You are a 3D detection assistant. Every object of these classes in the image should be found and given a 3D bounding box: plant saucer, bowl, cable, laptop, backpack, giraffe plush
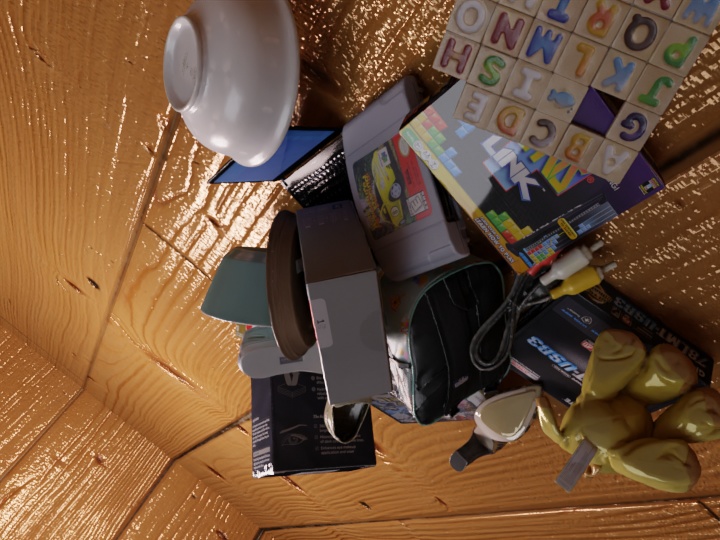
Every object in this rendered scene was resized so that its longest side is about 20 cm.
[{"bbox_3d":[-0.084,0.019,0.801,0.029,0.202,0.202,-4,134,11],"label":"plant saucer"},{"bbox_3d":[-0.151,0.020,0.945,0.198,0.200,0.107,9,95,32],"label":"bowl"},{"bbox_3d":[0.187,0.025,0.679,0.097,0.200,0.050,47,-171,9],"label":"cable"},{"bbox_3d":[-0.070,-0.103,0.783,0.200,0.104,0.176,48,144,-16],"label":"laptop"},{"bbox_3d":[-0.155,-0.218,0.644,0.200,0.089,0.205,9,101,51],"label":"bowl"},{"bbox_3d":[0.101,0.067,0.775,0.153,0.174,0.203,42,147,49],"label":"backpack"},{"bbox_3d":[0.300,0.187,0.693,0.173,0.199,0.162,54,180,28],"label":"giraffe plush"}]

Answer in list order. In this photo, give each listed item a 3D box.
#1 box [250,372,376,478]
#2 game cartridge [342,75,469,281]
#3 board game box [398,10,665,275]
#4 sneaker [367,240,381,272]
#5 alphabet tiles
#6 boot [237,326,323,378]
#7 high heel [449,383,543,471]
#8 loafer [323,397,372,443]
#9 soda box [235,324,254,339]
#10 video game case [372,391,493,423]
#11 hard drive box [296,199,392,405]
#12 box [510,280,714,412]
[{"bbox_3d":[-0.088,0.260,1.066,0.194,0.204,0.117,6,157,-28],"label":"box"},{"bbox_3d":[0.044,-0.095,0.671,0.133,0.040,0.203,-24,81,55],"label":"game cartridge"},{"bbox_3d":[0.162,-0.117,0.572,0.165,0.057,0.200,-35,107,33],"label":"board game box"},{"bbox_3d":[0.000,-0.001,0.871,0.092,0.071,0.201,4,146,8],"label":"sneaker"},{"bbox_3d":[0.168,-0.181,0.492,0.197,0.008,0.169,21,124,1],"label":"alphabet tiles"},{"bbox_3d":[-0.090,0.110,0.918,0.196,0.096,0.075,-2,114,-9],"label":"boot"},{"bbox_3d":[0.228,0.221,0.908,0.072,0.142,0.201,49,123,21],"label":"high heel"},{"bbox_3d":[-0.009,0.166,0.867,0.074,0.068,0.203,1,112,-16],"label":"loafer"},{"bbox_3d":[-0.152,0.103,1.060,0.063,0.069,0.199,5,-178,-37],"label":"soda box"},{"bbox_3d":[0.117,0.209,0.952,0.197,0.026,0.181,-11,149,26],"label":"video game case"},{"bbox_3d":[-0.023,0.028,0.703,0.075,0.201,0.158,-11,117,-5],"label":"hard drive box"},{"bbox_3d":[0.302,0.112,0.769,0.199,0.050,0.199,35,144,2],"label":"box"}]
